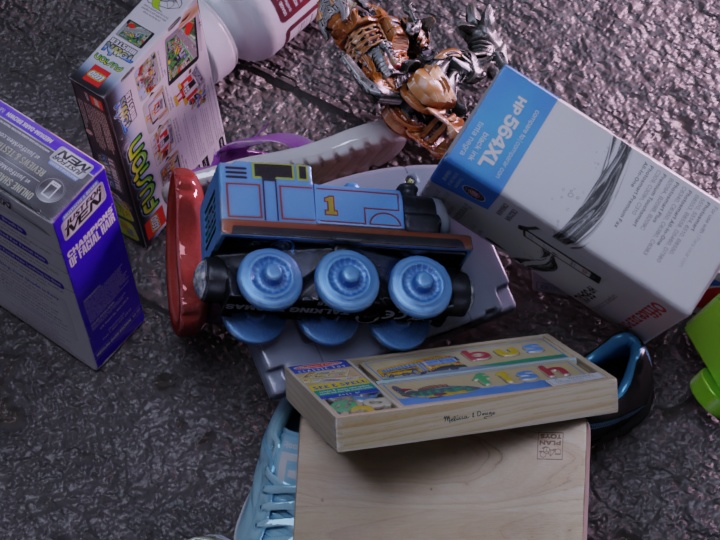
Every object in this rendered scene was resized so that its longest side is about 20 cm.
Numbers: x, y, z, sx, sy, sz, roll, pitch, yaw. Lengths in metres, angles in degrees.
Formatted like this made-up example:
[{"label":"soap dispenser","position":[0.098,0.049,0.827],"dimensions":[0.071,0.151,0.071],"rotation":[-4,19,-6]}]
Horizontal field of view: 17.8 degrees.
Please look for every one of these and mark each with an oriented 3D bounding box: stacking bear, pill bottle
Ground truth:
[{"label":"stacking bear","position":[-0.042,-0.011,1.719],"dimensions":[0.198,0.114,0.122],"rotation":[-1,78,-10]},{"label":"pill bottle","position":[-0.076,-0.245,1.864],"dimensions":[0.113,0.113,0.200],"rotation":[37,67,24]}]

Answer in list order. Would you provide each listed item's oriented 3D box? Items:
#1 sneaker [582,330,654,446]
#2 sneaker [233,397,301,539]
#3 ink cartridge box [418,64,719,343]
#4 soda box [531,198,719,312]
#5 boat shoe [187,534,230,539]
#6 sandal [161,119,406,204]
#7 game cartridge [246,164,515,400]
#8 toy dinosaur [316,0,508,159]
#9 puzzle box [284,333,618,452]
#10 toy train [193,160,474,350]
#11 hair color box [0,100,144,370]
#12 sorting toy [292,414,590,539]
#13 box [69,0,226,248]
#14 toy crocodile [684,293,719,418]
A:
[{"label":"sneaker","position":[0.128,0.115,1.640],"dimensions":[0.200,0.082,0.073],"rotation":[-41,66,-18]},{"label":"sneaker","position":[-0.051,0.152,1.631],"dimensions":[0.073,0.082,0.201],"rotation":[6,58,10]},{"label":"ink cartridge box","position":[0.152,-0.043,1.603],"dimensions":[0.199,0.146,0.085],"rotation":[33,79,1]},{"label":"soda box","position":[0.230,-0.015,1.725],"dimensions":[0.198,0.064,0.068],"rotation":[8,59,9]},{"label":"boat shoe","position":[-0.043,0.242,1.512],"dimensions":[0.199,0.062,0.072],"rotation":[30,86,16]},{"label":"sandal","position":[-0.063,-0.088,1.784],"dimensions":[0.201,0.083,0.050],"rotation":[-14,71,-20]},{"label":"game cartridge","position":[0.000,0.000,1.653],"dimensions":[0.199,0.042,0.134],"rotation":[-19,74,-20]},{"label":"toy dinosaur","position":[0.046,-0.137,1.771],"dimensions":[0.136,0.102,0.201],"rotation":[-28,95,-54]},{"label":"puzzle box","position":[0.059,0.080,1.559],"dimensions":[0.199,0.026,0.133],"rotation":[-7,14,-16]},{"label":"toy train","position":[-0.019,-0.012,1.590],"dimensions":[0.198,0.087,0.115],"rotation":[3,65,-14]},{"label":"hair color box","position":[-0.229,-0.024,1.686],"dimensions":[0.109,0.200,0.065],"rotation":[32,66,22]},{"label":"sorting toy","position":[0.057,0.200,1.567],"dimensions":[0.198,0.070,0.200],"rotation":[1,78,13]},{"label":"box","position":[-0.156,-0.115,1.737],"dimensions":[0.035,0.200,0.110],"rotation":[30,65,21]},{"label":"toy crocodile","position":[0.297,0.101,1.649],"dimensions":[0.068,0.062,0.200],"rotation":[-48,53,21]}]
